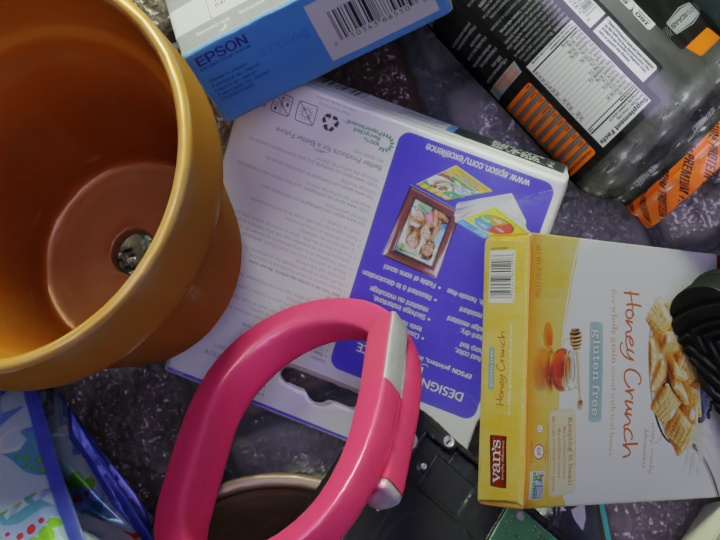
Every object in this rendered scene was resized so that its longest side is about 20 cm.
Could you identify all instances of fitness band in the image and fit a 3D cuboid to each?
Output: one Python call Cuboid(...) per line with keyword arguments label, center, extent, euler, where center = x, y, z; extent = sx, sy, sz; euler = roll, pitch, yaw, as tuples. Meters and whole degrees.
Cuboid(label="fitness band", center=(-0.037, 0.089, 0.744), extent=(0.143, 0.201, 0.037), euler=(-21, 123, 27))

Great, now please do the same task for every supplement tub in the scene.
Cuboid(label="supplement tub", center=(0.134, -0.130, 0.821), extent=(0.122, 0.123, 0.200), euler=(-43, 87, -2))

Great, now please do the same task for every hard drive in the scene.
Cuboid(label="hard drive", center=(0.051, 0.182, 0.753), extent=(0.200, 0.038, 0.140), euler=(40, 63, -10))

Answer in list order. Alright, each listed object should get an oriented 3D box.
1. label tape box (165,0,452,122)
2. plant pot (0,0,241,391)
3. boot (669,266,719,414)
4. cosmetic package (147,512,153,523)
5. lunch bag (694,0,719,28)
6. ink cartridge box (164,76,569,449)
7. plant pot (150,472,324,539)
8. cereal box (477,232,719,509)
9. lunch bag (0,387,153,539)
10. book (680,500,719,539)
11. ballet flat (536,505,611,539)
Cuboid(label="label tape box", center=(-0.048, -0.200, 0.804), extent=(0.142, 0.066, 0.201), euler=(-25, 55, 8))
Cuboid(label="plant pot", center=(-0.150, -0.027, 0.738), extent=(0.198, 0.183, 0.202), euler=(-4, 75, 14))
Cuboid(label="boot", center=(0.281, 0.056, 0.814), extent=(0.157, 0.079, 0.212), euler=(-33, 102, -34))
Cuboid(label="cosmetic package", center=(-0.231, 0.147, 0.819), extent=(0.199, 0.101, 0.072), euler=(19, 88, 3))
Cuboid(label="lunch bag", center=(0.278, -0.218, 0.802), extent=(0.199, 0.170, 0.122), euler=(-35, 91, -5))
Cuboid(label="ink cartridge box", center=(0.000, 0.000, 0.833), extent=(0.197, 0.043, 0.201), euler=(21, 108, 8))
Cuboid(label="plant pot", center=(-0.045, 0.216, 0.815), extent=(0.199, 0.093, 0.203), euler=(0, 87, 1))
Cuboid(label="cereal box", center=(0.150, 0.058, 0.793), extent=(0.199, 0.039, 0.145), euler=(4, 86, -39))
Cuboid(label="lunch bag", center=(-0.188, 0.173, 0.707), extent=(0.170, 0.128, 0.200), euler=(-36, 59, 0))
Cuboid(label="book", center=(0.196, 0.238, 0.770), extent=(0.134, 0.048, 0.200), euler=(57, 45, -9))
Cuboid(label="ballet flat", center=(0.112, 0.101, 0.835), extent=(0.072, 0.073, 0.202), euler=(-4, 88, 0))
